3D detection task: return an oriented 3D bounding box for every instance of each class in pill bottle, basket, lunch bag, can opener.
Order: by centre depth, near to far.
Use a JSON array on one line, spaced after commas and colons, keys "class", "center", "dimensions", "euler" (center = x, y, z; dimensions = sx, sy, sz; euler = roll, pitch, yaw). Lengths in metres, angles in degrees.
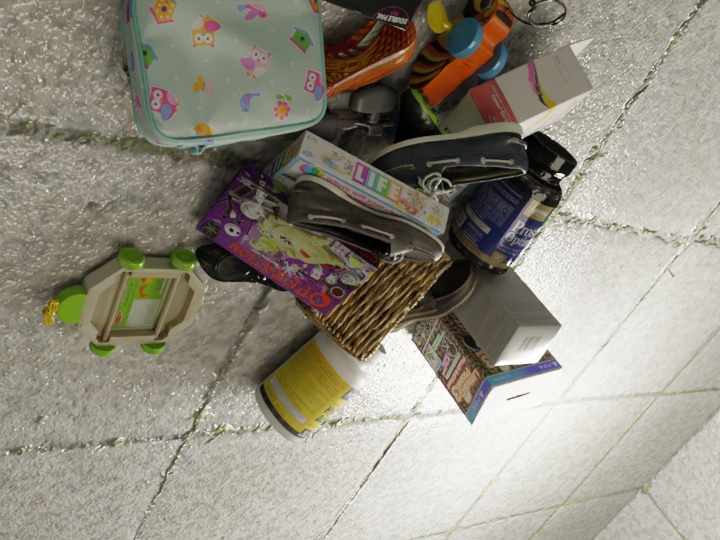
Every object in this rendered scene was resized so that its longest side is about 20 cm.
[{"class": "lunch bag", "center": [-0.133, -0.199, 0.776], "dimensions": [0.198, 0.077, 0.163], "euler": [-12, 106, -27]}, {"class": "can opener", "center": [-0.044, -0.190, 0.932], "dimensions": [0.198, 0.053, 0.068], "euler": [-7, 121, -33]}, {"class": "basket", "center": [0.000, 0.000, 1.126], "dimensions": [0.143, 0.149, 0.200], "euler": [44, 85, -20]}, {"class": "pill bottle", "center": [0.226, -0.103, 1.186], "dimensions": [0.111, 0.112, 0.201], "euler": [8, 126, -43]}, {"class": "pill bottle", "center": [-0.059, 0.163, 1.245], "dimensions": [0.200, 0.112, 0.111], "euler": [-42, 143, 7]}]

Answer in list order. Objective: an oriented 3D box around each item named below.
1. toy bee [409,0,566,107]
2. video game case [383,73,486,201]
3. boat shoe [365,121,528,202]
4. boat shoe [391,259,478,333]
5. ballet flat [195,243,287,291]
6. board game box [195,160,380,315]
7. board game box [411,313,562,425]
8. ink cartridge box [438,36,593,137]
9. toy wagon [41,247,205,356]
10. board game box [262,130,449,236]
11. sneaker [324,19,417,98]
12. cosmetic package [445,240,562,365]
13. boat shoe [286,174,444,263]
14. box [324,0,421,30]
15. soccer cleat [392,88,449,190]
[{"class": "toy bee", "center": [0.144, -0.283, 0.950], "dimensions": [0.198, 0.110, 0.131], "euler": [-15, 148, 18]}, {"class": "video game case", "center": [0.129, -0.189, 1.094], "dimensions": [0.143, 0.018, 0.200], "euler": [-42, 143, 9]}, {"class": "boat shoe", "center": [0.098, -0.118, 0.938], "dimensions": [0.197, 0.063, 0.075], "euler": [-10, 161, 14]}, {"class": "boat shoe", "center": [0.085, 0.036, 1.221], "dimensions": [0.199, 0.075, 0.073], "euler": [-29, 141, 22]}, {"class": "ballet flat", "center": [-0.130, -0.013, 1.064], "dimensions": [0.199, 0.057, 0.067], "euler": [9, 111, -51]}, {"class": "board game box", "center": [-0.087, -0.034, 0.965], "dimensions": [0.199, 0.033, 0.120], "euler": [34, 137, -17]}, {"class": "board game box", "center": [0.210, 0.139, 1.358], "dimensions": [0.158, 0.201, 0.098], "euler": [-9, 136, -32]}, {"class": "ink cartridge box", "center": [0.212, -0.215, 1.022], "dimensions": [0.198, 0.068, 0.116], "euler": [-27, 175, -17]}, {"class": "toy wagon", "center": [-0.291, 0.038, 0.987], "dimensions": [0.198, 0.040, 0.156], "euler": [1, 129, -38]}, {"class": "board game box", "center": [-0.012, -0.083, 0.956], "dimensions": [0.198, 0.035, 0.134], "euler": [26, 156, -22]}, {"class": "sneaker", "center": [-0.027, -0.220, 0.895], "dimensions": [0.198, 0.074, 0.077], "euler": [-19, 167, -7]}, {"class": "cosmetic package", "center": [0.208, 0.046, 1.257], "dimensions": [0.107, 0.201, 0.085], "euler": [3, 128, -36]}, {"class": "boat shoe", "center": [0.004, -0.041, 0.920], "dimensions": [0.198, 0.058, 0.067], "euler": [25, 158, -19]}, {"class": "box", "center": [-0.023, -0.336, 0.727], "dimensions": [0.198, 0.125, 0.149], "euler": [4, 127, -42]}, {"class": "soccer cleat", "center": [0.069, -0.152, 0.997], "dimensions": [0.080, 0.068, 0.200], "euler": [-31, 157, 0]}]
